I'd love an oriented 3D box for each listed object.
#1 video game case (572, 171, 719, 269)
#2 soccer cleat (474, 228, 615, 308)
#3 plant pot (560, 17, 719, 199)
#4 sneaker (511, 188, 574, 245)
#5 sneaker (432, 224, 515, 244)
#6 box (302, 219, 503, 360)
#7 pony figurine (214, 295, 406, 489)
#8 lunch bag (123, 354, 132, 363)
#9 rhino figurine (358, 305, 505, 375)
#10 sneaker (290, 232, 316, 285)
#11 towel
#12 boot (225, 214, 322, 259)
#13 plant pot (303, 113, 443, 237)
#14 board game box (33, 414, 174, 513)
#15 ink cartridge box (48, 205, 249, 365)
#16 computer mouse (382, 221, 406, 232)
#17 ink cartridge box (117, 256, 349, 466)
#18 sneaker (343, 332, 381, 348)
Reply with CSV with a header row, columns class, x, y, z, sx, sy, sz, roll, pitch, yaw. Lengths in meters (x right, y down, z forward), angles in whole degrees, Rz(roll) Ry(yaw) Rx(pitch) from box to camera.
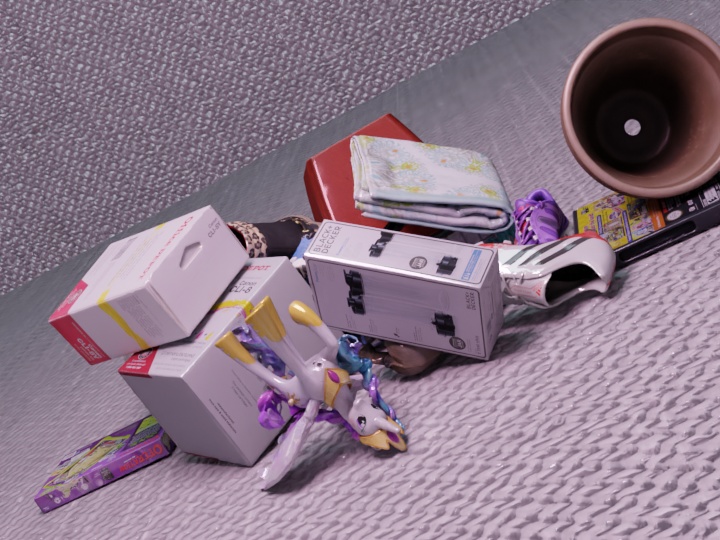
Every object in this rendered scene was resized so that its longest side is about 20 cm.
class,x,y,z,sx,sy,sz,roll,pitch,yaw
video game case,0.332,-0.065,1.486,0.180,0.026,0.200,-25,16,16
soccer cleat,0.174,0.009,1.385,0.199,0.069,0.085,-10,33,14
plant pot,0.329,-0.177,1.501,0.200,0.201,0.175,-28,-4,4
sneaker,0.202,-0.039,1.529,0.080,0.084,0.200,-24,16,20
sneaker,0.113,-0.018,1.687,0.199,0.078,0.091,-24,0,1
box,0.047,0.019,1.375,0.199,0.117,0.060,9,48,21
pony figurine,-0.054,0.123,1.319,0.167,0.200,0.193,-45,5,-30
lunch bag,-0.242,0.082,1.756,0.139,0.168,0.200,12,-26,-29
rhino figurine,0.094,0.050,1.465,0.200,0.060,0.087,-35,39,-25
sneaker,-0.058,0.009,1.581,0.089,0.078,0.200,-59,7,-28
towel,0.085,-0.112,1.622,0.199,0.048,0.171,8,30,-9
boot,-0.126,-0.033,1.691,0.150,0.074,0.200,-3,8,-34
plant pot,0.023,-0.099,1.792,0.199,0.177,0.200,-30,-4,-7
board game box,-0.321,0.241,1.691,0.199,0.032,0.120,-26,10,16
ink cartridge box,-0.246,0.020,1.507,0.200,0.084,0.145,-17,29,43
computer mouse,0.000,0.000,1.554,0.140,0.046,0.200,-43,17,22
ink cartridge box,-0.144,0.100,1.505,0.145,0.145,0.200,-2,40,50
sneaker,0.044,0.051,1.579,0.200,0.077,0.076,-33,53,39
